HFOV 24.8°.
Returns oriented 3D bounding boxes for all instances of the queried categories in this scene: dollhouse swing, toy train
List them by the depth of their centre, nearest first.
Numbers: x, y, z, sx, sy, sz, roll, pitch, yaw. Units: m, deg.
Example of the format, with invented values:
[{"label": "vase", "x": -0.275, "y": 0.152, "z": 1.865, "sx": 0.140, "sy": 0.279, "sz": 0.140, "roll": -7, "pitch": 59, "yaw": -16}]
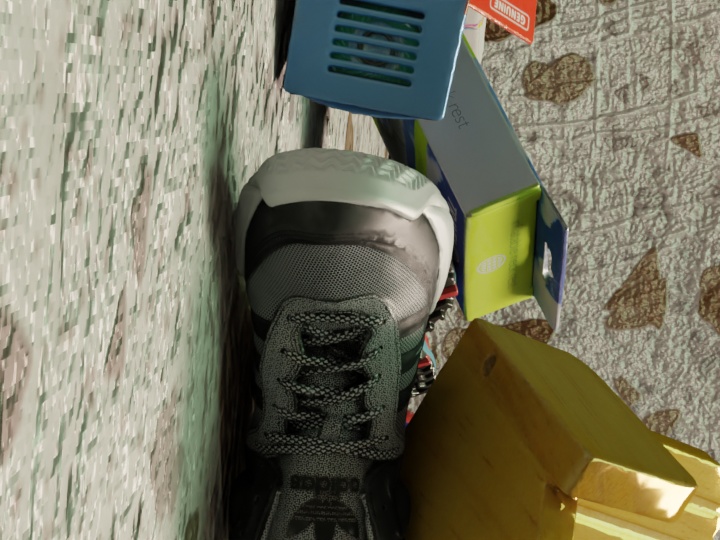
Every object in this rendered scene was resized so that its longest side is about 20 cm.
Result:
[{"label": "dollhouse swing", "x": 0.077, "y": 0.153, "z": 0.644, "sx": 0.200, "sy": 0.176, "sz": 0.182, "roll": -59, "pitch": -159, "yaw": 10}, {"label": "toy train", "x": 0.014, "y": -0.144, "z": 0.714, "sx": 0.200, "sy": 0.086, "sz": 0.115, "roll": -84, "pitch": -174, "yaw": -65}]

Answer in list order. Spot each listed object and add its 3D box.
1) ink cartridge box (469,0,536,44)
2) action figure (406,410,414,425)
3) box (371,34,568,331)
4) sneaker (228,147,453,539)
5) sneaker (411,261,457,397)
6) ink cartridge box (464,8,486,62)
[{"label": "ink cartridge box", "x": 0.068, "y": -0.244, "z": 0.926, "sx": 0.200, "sy": 0.043, "sz": 0.174, "roll": 20, "pitch": 70, "yaw": -49}, {"label": "action figure", "x": 0.038, "y": 0.111, "z": 0.890, "sx": 0.200, "sy": 0.052, "sz": 0.066, "roll": -173, "pitch": -79, "yaw": -82}, {"label": "box", "x": 0.045, "y": -0.068, "z": 0.853, "sx": 0.122, "sy": 0.048, "sz": 0.200, "roll": 81, "pitch": -14, "yaw": -63}, {"label": "sneaker", "x": -0.009, "y": 0.046, "z": 0.575, "sx": 0.200, "sy": 0.075, "sz": 0.114, "roll": 94, "pitch": 0, "yaw": -63}, {"label": "sneaker", "x": 0.000, "y": 0.000, "z": 0.885, "sx": 0.200, "sy": 0.079, "sz": 0.096, "roll": 97, "pitch": -18, "yaw": -63}, {"label": "ink cartridge box", "x": 0.047, "y": -0.232, "z": 1.080, "sx": 0.200, "sy": 0.087, "sz": 0.146, "roll": 61, "pitch": 34, "yaw": -80}]
